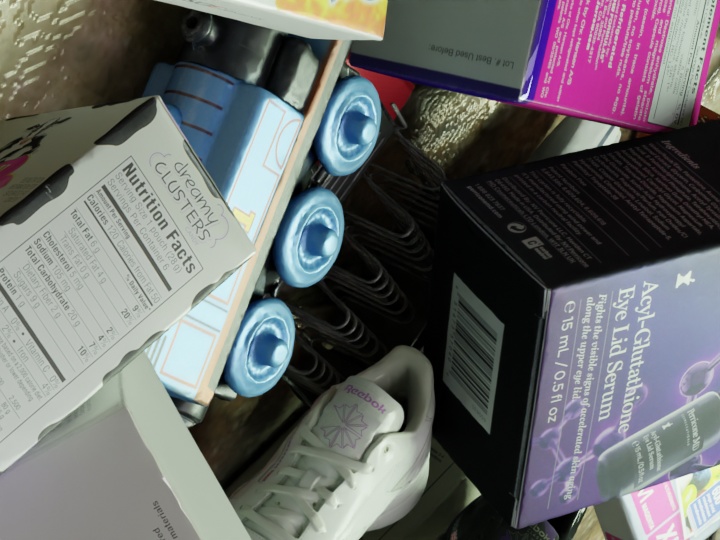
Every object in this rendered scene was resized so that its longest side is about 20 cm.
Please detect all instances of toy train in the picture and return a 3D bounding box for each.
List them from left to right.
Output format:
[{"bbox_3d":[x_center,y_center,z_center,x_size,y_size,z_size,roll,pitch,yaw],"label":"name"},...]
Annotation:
[{"bbox_3d":[-0.062,-0.032,0.906,0.114,0.086,0.202,31,79,-56],"label":"toy train"}]

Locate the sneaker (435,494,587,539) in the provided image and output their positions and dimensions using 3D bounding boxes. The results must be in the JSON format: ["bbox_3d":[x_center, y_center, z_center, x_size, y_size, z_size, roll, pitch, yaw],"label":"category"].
[{"bbox_3d":[0.053,0.155,1.040,0.088,0.076,0.200,-53,175,35],"label":"sneaker"}]

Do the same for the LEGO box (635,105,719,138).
[{"bbox_3d":[0.234,0.016,1.348,0.077,0.148,0.202,-23,135,-45],"label":"LEGO box"}]

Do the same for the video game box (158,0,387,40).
[{"bbox_3d":[-0.049,-0.191,0.788,0.199,0.046,0.184,4,95,-57],"label":"video game box"}]

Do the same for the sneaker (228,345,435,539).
[{"bbox_3d":[-0.029,0.104,0.998,0.200,0.074,0.100,-42,155,-45],"label":"sneaker"}]

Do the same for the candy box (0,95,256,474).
[{"bbox_3d":[-0.161,0.025,0.745,0.200,0.167,0.072,-42,111,-26],"label":"candy box"}]

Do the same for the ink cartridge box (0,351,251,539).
[{"bbox_3d":[-0.148,0.128,0.787,0.199,0.129,0.126,-29,107,1],"label":"ink cartridge box"}]

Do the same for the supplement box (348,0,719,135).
[{"bbox_3d":[0.096,-0.130,1.043,0.199,0.101,0.104,6,98,-58],"label":"supplement box"}]

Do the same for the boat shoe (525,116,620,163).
[{"bbox_3d":[0.109,-0.013,1.173,0.201,0.065,0.074,-59,-169,-25],"label":"boat shoe"}]

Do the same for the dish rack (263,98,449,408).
[{"bbox_3d":[0.000,0.000,1.052,0.154,0.054,0.200,-56,162,-5],"label":"dish rack"}]

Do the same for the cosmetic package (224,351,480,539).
[{"bbox_3d":[0.026,0.106,1.167,0.200,0.105,0.071,-41,148,-25],"label":"cosmetic package"}]

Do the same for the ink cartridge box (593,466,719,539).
[{"bbox_3d":[0.213,0.077,1.214,0.199,0.042,0.120,-36,121,-23],"label":"ink cartridge box"}]

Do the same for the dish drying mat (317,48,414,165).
[{"bbox_3d":[-0.046,-0.026,1.025,0.201,0.018,0.077,-56,151,-4],"label":"dish drying mat"}]

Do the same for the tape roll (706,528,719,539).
[{"bbox_3d":[0.155,0.142,1.310,0.048,0.198,0.202,-85,-174,-59],"label":"tape roll"}]

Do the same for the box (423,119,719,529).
[{"bbox_3d":[0.141,0.022,1.051,0.198,0.104,0.149,-14,128,-24],"label":"box"}]
